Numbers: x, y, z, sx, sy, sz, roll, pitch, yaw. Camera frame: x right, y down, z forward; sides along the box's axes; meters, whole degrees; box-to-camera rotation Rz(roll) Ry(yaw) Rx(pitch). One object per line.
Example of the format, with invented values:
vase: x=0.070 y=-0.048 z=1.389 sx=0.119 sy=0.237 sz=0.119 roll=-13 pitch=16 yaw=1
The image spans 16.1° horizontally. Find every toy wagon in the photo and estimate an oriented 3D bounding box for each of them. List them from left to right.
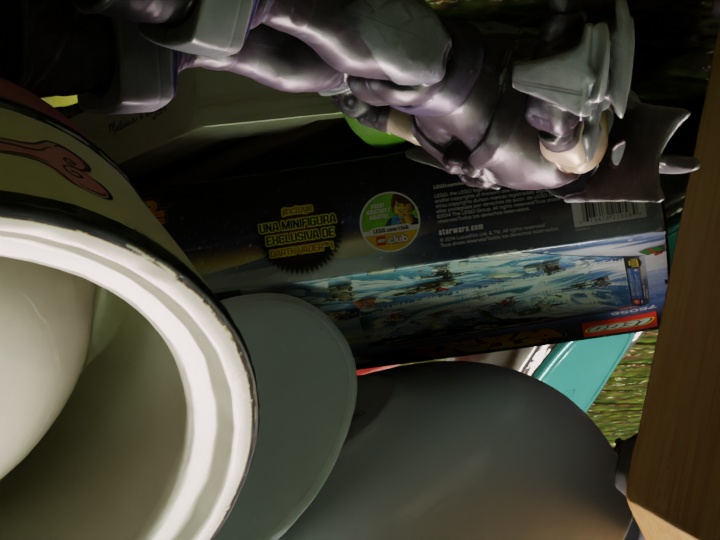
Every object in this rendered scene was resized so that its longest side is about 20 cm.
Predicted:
toy wagon: x=-0.001 y=-0.034 z=0.852 sx=0.199 sy=0.040 sz=0.155 roll=7 pitch=161 yaw=-44

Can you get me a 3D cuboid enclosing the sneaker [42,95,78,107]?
sneaker: x=-0.155 y=-0.050 z=0.646 sx=0.199 sy=0.077 sz=0.075 roll=1 pitch=162 yaw=-32

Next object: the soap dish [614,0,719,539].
soap dish: x=0.136 y=0.006 z=0.777 sx=0.081 sy=0.202 sz=0.157 roll=10 pitch=170 yaw=12

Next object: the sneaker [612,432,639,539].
sneaker: x=0.114 y=0.063 z=0.897 sx=0.105 sy=0.201 sz=0.075 roll=11 pitch=145 yaw=6

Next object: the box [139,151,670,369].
box: x=0.000 y=0.000 z=0.821 sx=0.198 sy=0.040 sz=0.137 roll=-8 pitch=165 yaw=6

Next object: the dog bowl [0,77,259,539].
dog bowl: x=-0.129 y=0.032 z=0.622 sx=0.199 sy=0.074 sz=0.201 roll=-14 pitch=140 yaw=-12

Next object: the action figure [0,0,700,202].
action figure: x=0.007 y=-0.059 z=0.665 sx=0.199 sy=0.070 sz=0.130 roll=14 pitch=169 yaw=-36

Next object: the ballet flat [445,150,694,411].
ballet flat: x=0.090 y=-0.003 z=0.946 sx=0.067 sy=0.064 sz=0.200 roll=3 pitch=144 yaw=-34

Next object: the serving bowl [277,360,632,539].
serving bowl: x=-0.013 y=0.083 z=0.828 sx=0.199 sy=0.066 sz=0.200 roll=-23 pitch=-166 yaw=6

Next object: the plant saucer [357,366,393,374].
plant saucer: x=-0.070 y=0.020 z=1.040 sx=0.199 sy=0.037 sz=0.199 roll=6 pitch=162 yaw=-39

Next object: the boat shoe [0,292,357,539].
boat shoe: x=-0.088 y=0.085 z=0.753 sx=0.200 sy=0.071 sz=0.091 roll=-46 pitch=-172 yaw=-21
